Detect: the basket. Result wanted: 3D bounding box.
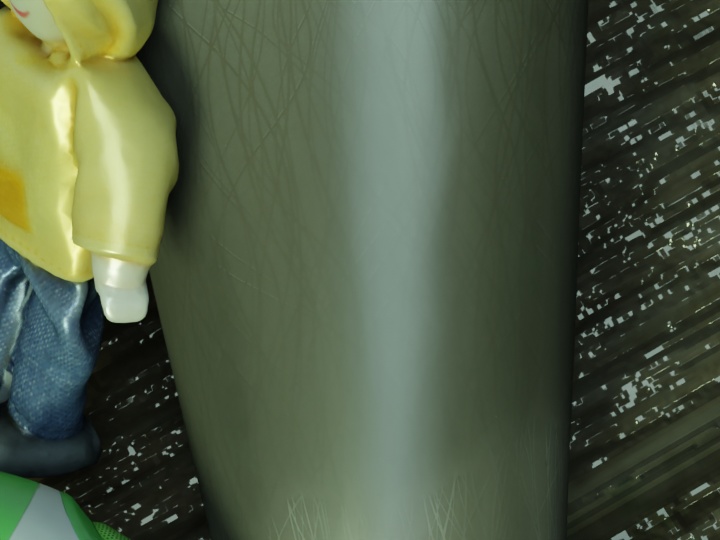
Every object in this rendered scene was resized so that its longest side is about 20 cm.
[{"bbox_3d":[0.000,0.000,0.850,0.179,0.136,0.201,-8,84,30],"label":"basket"}]

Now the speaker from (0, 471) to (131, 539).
[{"bbox_3d":[-0.048,0.143,0.807,0.199,0.088,0.089,32,80,-6],"label":"speaker"}]

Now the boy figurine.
[{"bbox_3d":[-0.097,-0.031,0.816,0.064,0.201,0.124,-8,36,-32],"label":"boy figurine"}]
